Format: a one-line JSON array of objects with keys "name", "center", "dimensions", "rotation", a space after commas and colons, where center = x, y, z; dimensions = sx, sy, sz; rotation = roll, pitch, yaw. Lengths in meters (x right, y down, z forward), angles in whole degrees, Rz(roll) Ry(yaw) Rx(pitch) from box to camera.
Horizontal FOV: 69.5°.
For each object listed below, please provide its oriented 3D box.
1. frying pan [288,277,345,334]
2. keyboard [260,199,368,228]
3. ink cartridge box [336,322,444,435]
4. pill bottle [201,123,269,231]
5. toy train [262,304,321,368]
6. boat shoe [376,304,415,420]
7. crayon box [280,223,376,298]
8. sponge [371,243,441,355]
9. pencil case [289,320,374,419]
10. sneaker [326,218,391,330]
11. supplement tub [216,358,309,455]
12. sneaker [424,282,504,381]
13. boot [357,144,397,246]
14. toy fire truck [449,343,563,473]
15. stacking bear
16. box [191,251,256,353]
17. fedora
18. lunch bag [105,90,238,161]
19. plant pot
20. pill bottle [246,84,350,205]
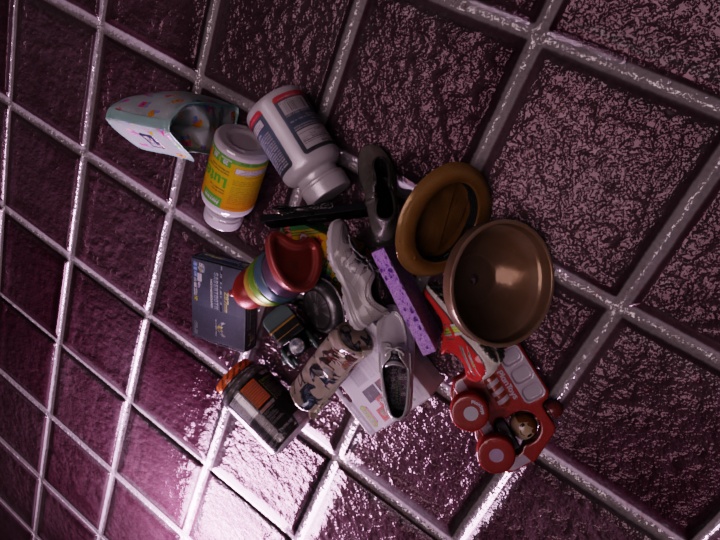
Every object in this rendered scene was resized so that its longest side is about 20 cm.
[{"name": "frying pan", "center": [-0.099, 0.055, 1.016], "dimensions": [0.189, 0.031, 0.116], "rotation": [30, 126, 36]}, {"name": "keyboard", "center": [-0.085, -0.105, 0.940], "dimensions": [0.198, 0.127, 0.021], "rotation": [-7, 84, 5]}, {"name": "ink cartridge box", "center": [0.029, 0.192, 1.019], "dimensions": [0.175, 0.084, 0.200], "rotation": [-42, 83, 30]}, {"name": "pill bottle", "center": [-0.255, -0.178, 1.040], "dimensions": [0.111, 0.111, 0.201], "rotation": [39, 130, 12]}, {"name": "toy train", "center": [-0.136, 0.126, 1.037], "dimensions": [0.085, 0.200, 0.114], "rotation": [-37, 88, -6]}, {"name": "boat shoe", "center": [0.059, 0.159, 0.906], "dimensions": [0.071, 0.069, 0.202], "rotation": [3, 83, 5]}, {"name": "crayon box", "center": [-0.073, -0.019, 1.033], "dimensions": [0.199, 0.051, 0.128], "rotation": [24, 114, 19]}, {"name": "sponge", "center": [0.085, 0.044, 0.931], "dimensions": [0.030, 0.112, 0.201], "rotation": [-26, 92, 17]}, {"name": "pencil case", "center": [-0.053, 0.183, 0.966], "dimensions": [0.090, 0.077, 0.200], "rotation": [53, 122, 27]}, {"name": "sneaker", "center": [0.000, 0.000, 0.928], "dimensions": [0.081, 0.075, 0.202], "rotation": [-20, 87, 21]}, {"name": "supplement tub", "center": [-0.219, 0.300, 1.159], "dimensions": [0.200, 0.122, 0.123], "rotation": [42, 119, 12]}, {"name": "sneaker", "center": [0.159, 0.104, 0.897], "dimensions": [0.085, 0.077, 0.201], "rotation": [-55, 48, 28]}, {"name": "boot", "center": [0.035, -0.151, 0.859], "dimensions": [0.067, 0.131, 0.202], "rotation": [-7, 68, -2]}, {"name": "toy fire truck", "center": [0.257, 0.243, 0.911], "dimensions": [0.167, 0.112, 0.201], "rotation": [-33, 89, 12]}, {"name": "stacking bear", "center": [-0.179, 0.017, 1.009], "dimensions": [0.199, 0.121, 0.115], "rotation": [-25, 66, 43]}, {"name": "box", "center": [-0.311, 0.071, 1.184], "dimensions": [0.156, 0.051, 0.202], "rotation": [14, 110, 23]}, {"name": "fedora", "center": [0.125, -0.091, 0.868], "dimensions": [0.082, 0.199, 0.202], "rotation": [46, 127, 49]}, {"name": "lunch bag", "center": [-0.366, -0.289, 1.023], "dimensions": [0.169, 0.200, 0.123], "rotation": [17, 112, 21]}, {"name": "plant pot", "center": [0.209, 0.018, 0.846], "dimensions": [0.093, 0.199, 0.203], "rotation": [8, 114, 68]}, {"name": "pill bottle", "center": [-0.109, -0.221, 0.954], "dimensions": [0.119, 0.119, 0.201], "rotation": [-33, 88, 31]}]
